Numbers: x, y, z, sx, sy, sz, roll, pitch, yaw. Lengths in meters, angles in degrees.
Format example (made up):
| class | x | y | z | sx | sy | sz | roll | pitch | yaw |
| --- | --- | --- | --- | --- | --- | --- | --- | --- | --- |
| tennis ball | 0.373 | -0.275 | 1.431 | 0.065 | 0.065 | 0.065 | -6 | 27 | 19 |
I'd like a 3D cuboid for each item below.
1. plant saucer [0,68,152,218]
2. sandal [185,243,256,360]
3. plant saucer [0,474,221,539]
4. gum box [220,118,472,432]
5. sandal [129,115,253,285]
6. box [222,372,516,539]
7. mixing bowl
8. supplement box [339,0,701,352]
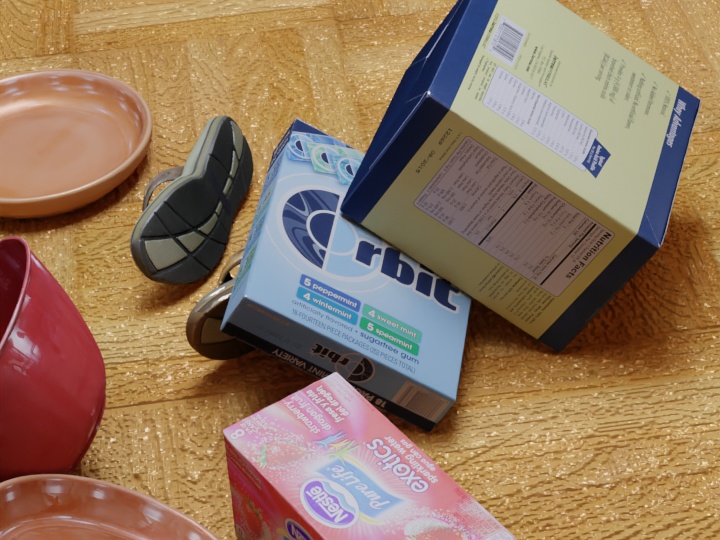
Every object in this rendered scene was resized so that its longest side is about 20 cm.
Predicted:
| class | x | y | z | sx | sy | sz | roll | pitch | yaw |
| --- | --- | --- | --- | --- | --- | --- | --- | --- | --- |
| plant saucer | -0.275 | -0.105 | 1.627 | 0.199 | 0.038 | 0.201 | -3 | 37 | 2 |
| sandal | -0.070 | 0.003 | 1.436 | 0.054 | 0.081 | 0.200 | 32 | 43 | 20 |
| plant saucer | -0.152 | 0.196 | 1.177 | 0.199 | 0.032 | 0.200 | 22 | 20 | -8 |
| gum box | 0.000 | 0.000 | 1.390 | 0.169 | 0.045 | 0.200 | 27 | 41 | -12 |
| sandal | -0.140 | -0.052 | 1.529 | 0.057 | 0.080 | 0.201 | -9 | 28 | 22 |
| box | 0.006 | 0.169 | 1.204 | 0.094 | 0.103 | 0.200 | -25 | 44 | -25 |
| mixing bowl | -0.244 | 0.090 | 1.288 | 0.200 | 0.108 | 0.201 | -39 | 29 | 27 |
| supplement box | 0.123 | -0.088 | 1.423 | 0.199 | 0.134 | 0.200 | 33 | 42 | -7 |
